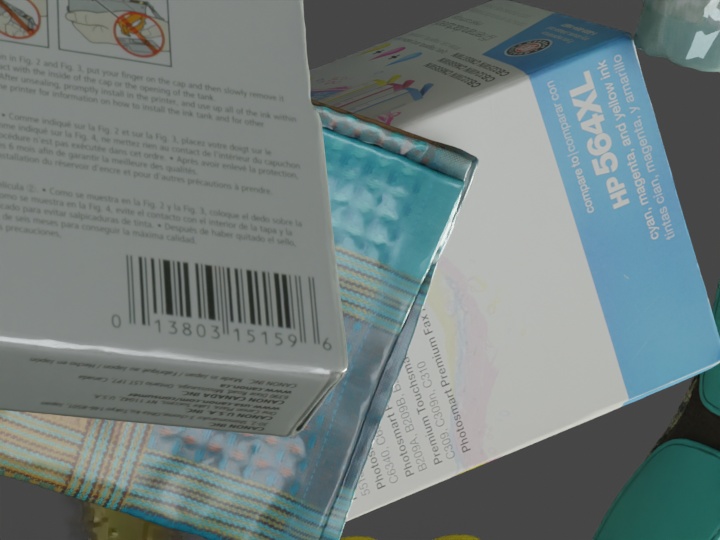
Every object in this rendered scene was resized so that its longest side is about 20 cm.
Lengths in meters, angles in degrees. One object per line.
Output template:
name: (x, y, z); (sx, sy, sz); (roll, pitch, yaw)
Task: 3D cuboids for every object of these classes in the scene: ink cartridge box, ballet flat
ink cartridge box: (0.000, 0.000, 0.871); (0.200, 0.129, 0.125); (-21, 107, -13)
ink cartridge box: (-0.109, -0.047, 0.702); (0.200, 0.044, 0.174); (7, 57, -22)
ballet flat: (0.154, 0.069, 0.979); (0.075, 0.068, 0.200); (22, 92, -38)

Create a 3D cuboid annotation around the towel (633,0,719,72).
towel: (0.153, -0.157, 0.864); (0.048, 0.200, 0.171); (15, 102, 17)

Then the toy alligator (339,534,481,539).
toy alligator: (-0.010, 0.140, 0.943); (0.200, 0.059, 0.054); (0, 144, -17)

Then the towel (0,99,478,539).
towel: (-0.077, 0.002, 0.771); (0.200, 0.022, 0.147); (18, 100, -14)
